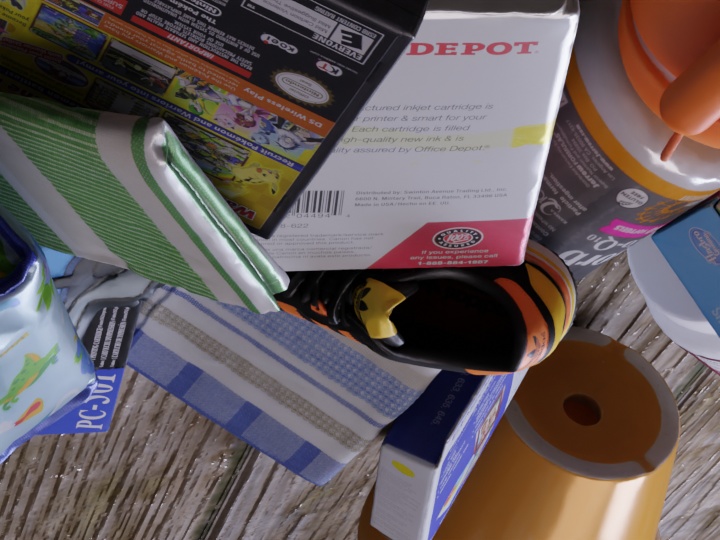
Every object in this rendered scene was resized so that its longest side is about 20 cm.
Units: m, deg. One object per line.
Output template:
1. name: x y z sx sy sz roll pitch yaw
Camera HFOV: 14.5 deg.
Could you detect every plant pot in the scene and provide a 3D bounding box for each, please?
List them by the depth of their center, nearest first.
1. plant pot: 0.118 0.139 1.845 0.200 0.200 0.183 -5 141 -25

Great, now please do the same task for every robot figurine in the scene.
1. robot figurine: 0.179 -0.129 1.236 0.117 0.144 0.200 -1 145 -16

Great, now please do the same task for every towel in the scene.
1. towel: -0.139 -0.044 1.203 0.200 0.023 0.153 16 161 28
2. towel: -0.040 0.034 1.471 0.147 0.024 0.200 34 146 -4

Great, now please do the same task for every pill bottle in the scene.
1. pill bottle: 0.092 -0.053 1.398 0.116 0.116 0.200 3 153 -41
2. pill bottle: 0.229 0.006 1.653 0.114 0.114 0.200 -21 159 16

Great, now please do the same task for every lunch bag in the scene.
1. lunch bag: -0.222 -0.010 1.189 0.127 0.200 0.170 -39 163 -12

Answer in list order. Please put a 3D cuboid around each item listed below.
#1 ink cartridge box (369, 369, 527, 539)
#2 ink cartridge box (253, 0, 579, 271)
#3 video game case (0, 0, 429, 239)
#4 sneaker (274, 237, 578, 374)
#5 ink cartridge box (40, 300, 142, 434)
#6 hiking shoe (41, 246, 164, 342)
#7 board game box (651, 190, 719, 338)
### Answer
1. ink cartridge box: 0.070 0.038 1.550 0.047 0.198 0.200 28 158 10
2. ink cartridge box: 0.009 -0.086 1.230 0.145 0.083 0.200 0 149 -6
3. video game case: -0.095 -0.101 1.125 0.200 0.026 0.181 26 148 -8
4. sneaker: 0.000 0.000 1.331 0.200 0.070 0.090 15 -163 9
5. ink cartridge box: -0.168 0.029 1.476 0.094 0.044 0.200 -2 156 -13
6. hiking shoe: -0.167 0.012 1.343 0.087 0.074 0.200 38 100 -25
7. board game box: 0.240 -0.005 1.458 0.040 0.153 0.200 -30 -172 37
